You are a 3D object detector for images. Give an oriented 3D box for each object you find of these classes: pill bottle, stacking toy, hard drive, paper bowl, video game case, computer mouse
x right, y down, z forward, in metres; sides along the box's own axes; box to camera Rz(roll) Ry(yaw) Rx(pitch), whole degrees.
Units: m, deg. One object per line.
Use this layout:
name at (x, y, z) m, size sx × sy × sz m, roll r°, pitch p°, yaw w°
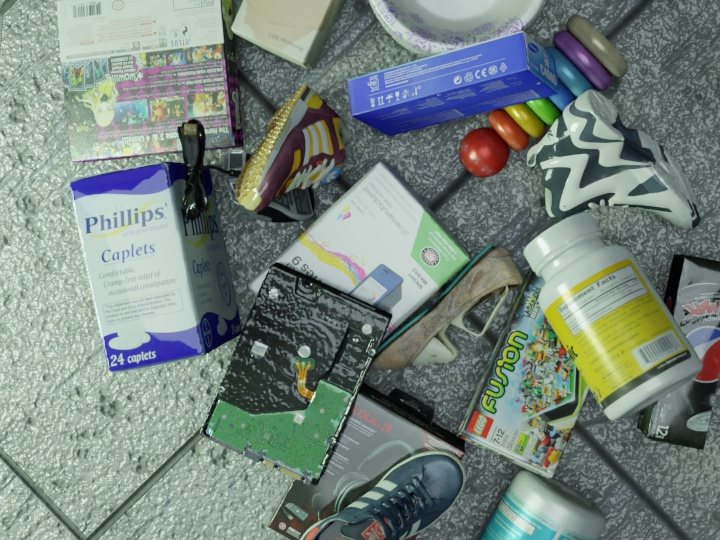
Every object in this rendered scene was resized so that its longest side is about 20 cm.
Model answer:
pill bottle at (0.254, 0.044, 1.292) m, size 0.111 × 0.111 × 0.200 m, roll -30°, pitch 74°, yaw 5°
stacking toy at (0.189, -0.176, 1.350) m, size 0.085 × 0.085 × 0.200 m, roll 45°, pitch 101°, yaw 1°
hard drive at (-0.068, 0.109, 1.317) m, size 0.140 × 0.038 × 0.200 m, roll 23°, pitch 98°, yaw 4°
paper bowl at (0.103, -0.321, 1.330) m, size 0.200 × 0.104 × 0.201 m, roll 0°, pitch 93°, yaw 4°
pill bottle at (0.172, 0.324, 1.354) m, size 0.111 × 0.111 × 0.200 m, roll 30°, pitch 94°, yaw 2°
video game case at (-0.231, -0.216, 1.373) m, size 0.200 × 0.036 × 0.182 m, roll -4°, pitch 92°, yaw 16°
computer mouse at (-0.123, -0.087, 1.329) m, size 0.044 × 0.200 × 0.110 m, roll -26°, pitch 65°, yaw 30°

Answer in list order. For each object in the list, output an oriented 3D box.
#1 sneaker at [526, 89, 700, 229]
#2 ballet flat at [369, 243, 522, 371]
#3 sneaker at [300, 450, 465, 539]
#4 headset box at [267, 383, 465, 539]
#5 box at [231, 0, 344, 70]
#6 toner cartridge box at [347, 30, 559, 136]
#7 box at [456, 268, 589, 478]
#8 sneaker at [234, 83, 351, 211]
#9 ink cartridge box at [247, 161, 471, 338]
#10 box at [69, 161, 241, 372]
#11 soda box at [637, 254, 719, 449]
sneaker at (0.262, -0.090, 1.351) m, size 0.199 × 0.080 × 0.130 m, roll 34°, pitch 127°, yaw -26°
ballet flat at (0.096, 0.058, 1.365) m, size 0.200 × 0.068 × 0.067 m, roll -43°, pitch 81°, yaw 6°
sneaker at (0.023, 0.261, 1.298) m, size 0.200 × 0.085 × 0.075 m, roll -36°, pitch 90°, yaw 5°
headset box at (0.013, 0.224, 1.377) m, size 0.149 × 0.077 × 0.200 m, roll 30°, pitch 96°, yaw 2°
box at (-0.054, -0.327, 1.353) m, size 0.095 × 0.078 × 0.200 m, roll 24°, pitch 94°, yaw 3°
toner cartridge box at (0.096, -0.192, 1.306) m, size 0.200 × 0.095 × 0.043 m, roll -11°, pitch 78°, yaw 26°
box at (0.193, 0.110, 1.353) m, size 0.110 × 0.035 × 0.200 m, roll 24°, pitch 78°, yaw 2°
sneaker at (-0.061, -0.115, 1.312) m, size 0.090 × 0.200 × 0.075 m, roll 38°, pitch 131°, yaw -14°
ink cartridge box at (0.000, 0.000, 1.362) m, size 0.200 × 0.088 × 0.145 m, roll -42°, pitch 90°, yaw 7°
box at (-0.210, -0.008, 1.326) m, size 0.105 × 0.184 × 0.200 m, roll -12°, pitch 92°, yaw 7°
soda box at (0.353, 0.086, 1.350) m, size 0.063 × 0.071 × 0.200 m, roll 11°, pitch 94°, yaw 3°
